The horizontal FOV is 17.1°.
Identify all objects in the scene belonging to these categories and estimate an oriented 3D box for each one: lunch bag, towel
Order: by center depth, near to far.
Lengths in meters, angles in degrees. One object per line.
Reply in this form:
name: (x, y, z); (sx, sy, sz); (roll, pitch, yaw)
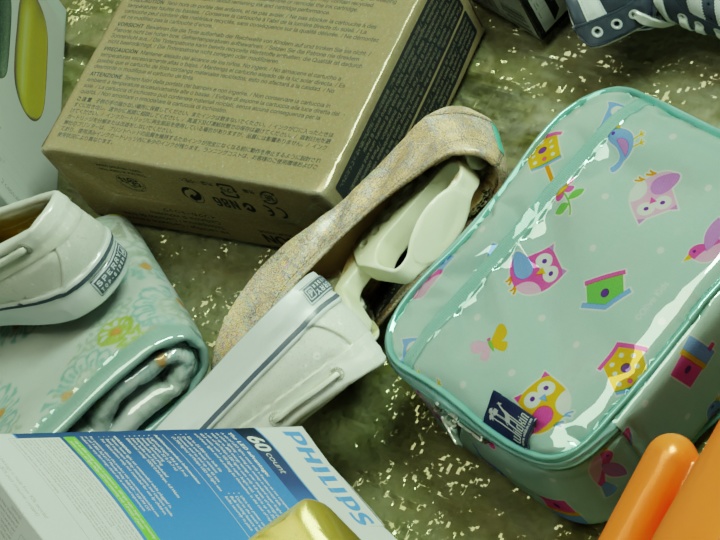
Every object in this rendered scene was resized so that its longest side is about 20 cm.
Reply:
lunch bag: (0.112, 0.013, 1.157); (0.200, 0.077, 0.160); (-48, 49, -8)
towel: (-0.182, 0.065, 1.278); (0.200, 0.048, 0.171); (-38, 34, 0)

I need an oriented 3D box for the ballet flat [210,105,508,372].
ballet flat: (0.000, 0.000, 1.214); (0.200, 0.068, 0.067); (-50, 31, 7)

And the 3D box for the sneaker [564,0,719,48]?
sneaker: (0.184, -0.135, 1.229); (0.200, 0.070, 0.109); (44, 121, 16)

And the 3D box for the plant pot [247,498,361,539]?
plant pot: (-0.015, 0.253, 0.993); (0.194, 0.196, 0.200); (-38, 57, 0)

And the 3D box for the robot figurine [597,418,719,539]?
robot figurine: (0.180, 0.128, 1.016); (0.144, 0.117, 0.200); (32, 73, -1)

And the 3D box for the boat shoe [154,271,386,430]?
boat shoe: (-0.057, 0.096, 1.195); (0.086, 0.075, 0.202); (45, 111, 3)

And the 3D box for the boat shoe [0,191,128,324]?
boat shoe: (-0.222, -0.009, 1.275); (0.202, 0.086, 0.075); (-7, 42, 41)

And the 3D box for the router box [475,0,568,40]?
router box: (0.080, -0.233, 1.362); (0.149, 0.051, 0.200); (-46, 49, -9)

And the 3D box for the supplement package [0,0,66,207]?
supplement package: (-0.274, -0.106, 1.399); (0.150, 0.152, 0.200); (-17, 49, 17)

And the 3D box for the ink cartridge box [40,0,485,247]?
ink cartridge box: (-0.054, -0.102, 1.330); (0.200, 0.075, 0.165); (11, 63, 34)

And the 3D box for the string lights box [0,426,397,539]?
string lights box: (-0.080, 0.122, 1.049); (0.103, 0.200, 0.059); (46, 118, 36)
